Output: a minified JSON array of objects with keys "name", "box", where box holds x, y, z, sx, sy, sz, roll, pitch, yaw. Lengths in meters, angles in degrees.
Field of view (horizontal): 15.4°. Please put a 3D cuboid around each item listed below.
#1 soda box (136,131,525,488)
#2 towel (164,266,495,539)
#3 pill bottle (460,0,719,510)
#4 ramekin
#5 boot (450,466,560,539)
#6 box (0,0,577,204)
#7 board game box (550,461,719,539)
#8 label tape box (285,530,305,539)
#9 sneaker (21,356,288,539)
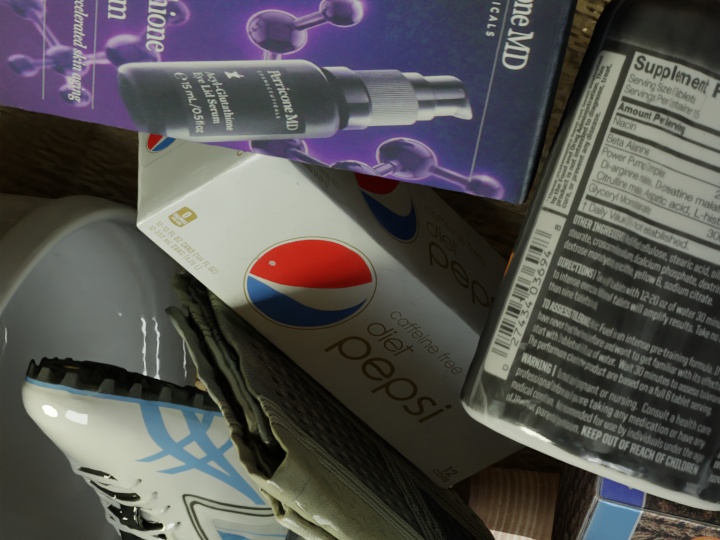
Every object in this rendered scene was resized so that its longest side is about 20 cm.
[{"name":"soda box","box":[0.000,0.000,1.038,0.068,0.064,0.200,-29,131,24]},{"name":"towel","box":[0.004,0.094,1.021,0.035,0.193,0.200,-42,116,6]},{"name":"pill bottle","box":[0.116,-0.027,0.926,0.106,0.201,0.106,21,-178,-1]},{"name":"ramekin","box":[-0.161,0.060,1.105,0.104,0.201,0.201,13,144,23]},{"name":"boot","box":[0.097,0.172,1.273,0.154,0.074,0.200,14,144,-10]},{"name":"box","box":[-0.020,-0.123,0.914,0.199,0.105,0.148,10,141,2]},{"name":"board game box","box":[0.185,0.072,1.055,0.199,0.160,0.097,14,142,-1]},{"name":"label tape box","box":[-0.066,0.143,1.219,0.199,0.145,0.063,-15,135,29]},{"name":"sneaker","box":[-0.080,0.086,1.083,0.072,0.073,0.200,13,165,26]}]
